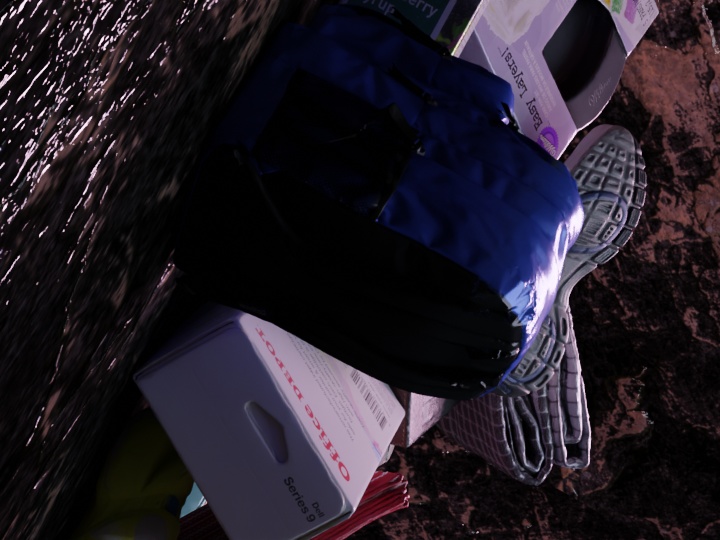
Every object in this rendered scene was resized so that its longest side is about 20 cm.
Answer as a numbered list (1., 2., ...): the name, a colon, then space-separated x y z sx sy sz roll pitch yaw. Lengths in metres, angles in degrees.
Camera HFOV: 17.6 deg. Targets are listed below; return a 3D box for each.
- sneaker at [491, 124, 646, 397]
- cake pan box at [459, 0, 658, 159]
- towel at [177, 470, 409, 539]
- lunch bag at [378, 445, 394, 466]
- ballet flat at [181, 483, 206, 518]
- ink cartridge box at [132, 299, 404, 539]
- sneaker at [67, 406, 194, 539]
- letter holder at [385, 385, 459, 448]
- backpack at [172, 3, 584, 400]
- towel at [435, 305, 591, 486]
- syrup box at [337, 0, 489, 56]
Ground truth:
1. sneaker: 0.123 -0.016 1.599 0.201 0.074 0.087 -59 -147 6
2. cake pan box: 0.118 -0.189 1.592 0.184 0.052 0.201 -51 132 -30
3. towel: -0.066 0.173 1.575 0.144 0.023 0.200 -26 -170 -25
4. lunch bag: -0.015 0.053 1.890 0.201 0.167 0.139 -62 177 32
5. ballet flat: -0.140 0.139 1.723 0.072 0.068 0.201 -33 -155 50
6. ink cartridge box: -0.055 0.083 1.513 0.087 0.146 0.200 -29 -172 15
7. sneaker: -0.160 0.187 1.556 0.201 0.075 0.105 -61 178 -3
8. letter holder: 0.000 0.000 1.644 0.100 0.141 0.202 -35 134 -52
9. backpack: 0.023 -0.038 1.270 0.168 0.199 0.163 -59 176 -25
10. towel: 0.096 0.045 1.741 0.165 0.085 0.202 -152 -130 -67
11. syrup box: 0.020 -0.140 1.441 0.201 0.078 0.081 -61 177 5
